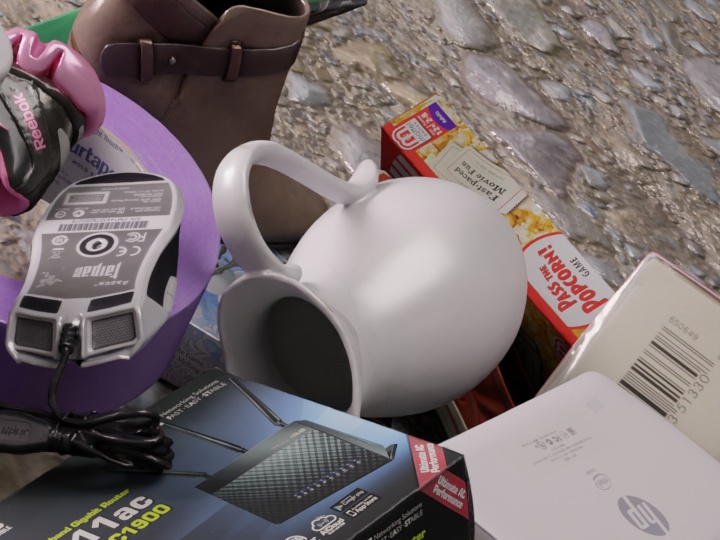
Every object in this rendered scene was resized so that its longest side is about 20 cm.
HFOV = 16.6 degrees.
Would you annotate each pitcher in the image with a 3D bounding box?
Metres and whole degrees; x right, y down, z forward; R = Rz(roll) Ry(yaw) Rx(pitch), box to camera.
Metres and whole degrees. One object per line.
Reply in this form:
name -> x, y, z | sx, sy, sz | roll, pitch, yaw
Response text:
pitcher -> 0.000, 0.000, 1.280 | 0.200, 0.121, 0.172 | -30, 109, -54

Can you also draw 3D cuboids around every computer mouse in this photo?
computer mouse -> -0.120, 0.025, 1.114 | 0.109, 0.044, 0.200 | -2, 35, 13

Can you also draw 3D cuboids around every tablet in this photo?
tablet -> 0.115, 0.108, 1.171 | 0.130, 0.014, 0.200 | 39, 29, 19

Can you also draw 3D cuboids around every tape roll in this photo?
tape roll -> -0.173, -0.020, 1.229 | 0.199, 0.066, 0.201 | 17, 39, -14

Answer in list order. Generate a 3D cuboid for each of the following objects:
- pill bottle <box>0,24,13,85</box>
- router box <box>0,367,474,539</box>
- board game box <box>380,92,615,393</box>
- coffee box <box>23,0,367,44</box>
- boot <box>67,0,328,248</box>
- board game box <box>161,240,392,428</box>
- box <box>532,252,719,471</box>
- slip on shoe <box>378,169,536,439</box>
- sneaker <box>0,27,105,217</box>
pill bottle -> -0.233, -0.034, 1.074 | 0.112, 0.200, 0.112 | 29, 27, -16
router box -> -0.069, 0.124, 1.035 | 0.149, 0.062, 0.200 | 16, 33, 37
board game box -> 0.087, 0.012, 1.480 | 0.046, 0.152, 0.200 | -31, 63, -18
coffee box -> -0.109, -0.142, 1.436 | 0.123, 0.199, 0.044 | -16, 91, -61
boot -> -0.070, -0.095, 1.346 | 0.199, 0.146, 0.070 | 17, 39, -30
board game box -> -0.068, 0.011, 1.396 | 0.199, 0.043, 0.200 | 31, 26, -11
box -> 0.179, 0.090, 1.360 | 0.109, 0.128, 0.200 | 38, -2, 21
slip on shoe -> 0.055, 0.028, 1.421 | 0.201, 0.061, 0.074 | 62, 20, -3
sneaker -> -0.226, -0.087, 1.173 | 0.199, 0.079, 0.096 | 22, 60, 0
